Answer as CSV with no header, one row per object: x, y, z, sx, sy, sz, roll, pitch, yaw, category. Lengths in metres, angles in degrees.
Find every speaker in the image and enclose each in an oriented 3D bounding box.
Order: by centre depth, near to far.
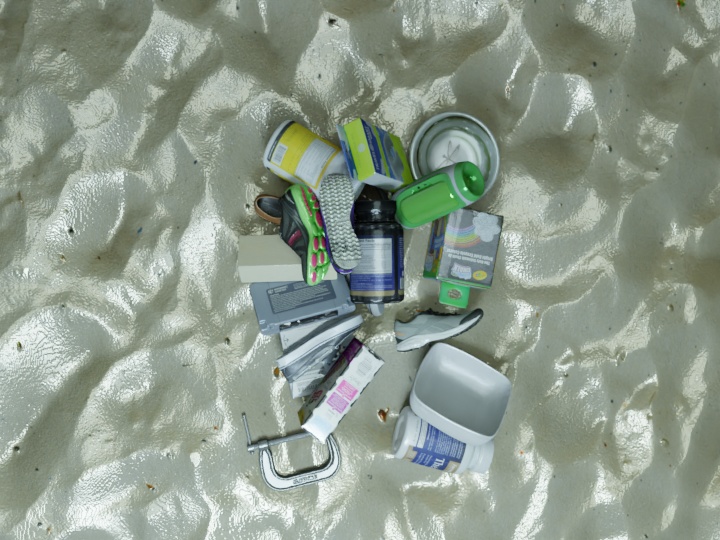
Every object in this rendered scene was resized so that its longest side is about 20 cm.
0.147,-0.148,1.657,0.088,0.199,0.089,20,60,-39,speaker

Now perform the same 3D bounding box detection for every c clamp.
-0.141,0.376,1.749,0.197,0.027,0.173,-7,92,-7,c clamp

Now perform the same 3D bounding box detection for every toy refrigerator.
-0.147,-0.024,1.701,0.197,0.070,0.077,-3,58,-1,toy refrigerator

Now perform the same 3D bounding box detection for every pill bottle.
0.032,-0.037,1.653,0.110,0.112,0.203,-1,91,-8,pill bottle
-0.089,-0.210,1.683,0.199,0.112,0.113,31,87,7,pill bottle
0.174,0.363,1.751,0.198,0.111,0.112,17,89,-8,pill bottle

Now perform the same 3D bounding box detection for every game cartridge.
-0.122,0.051,1.705,0.198,0.042,0.134,-14,49,-10,game cartridge

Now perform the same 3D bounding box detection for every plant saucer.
0.196,-0.235,1.772,0.198,0.050,0.203,0,89,-9,plant saucer

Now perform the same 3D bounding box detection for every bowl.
0.200,0.264,1.725,0.199,0.200,0.075,29,130,5,bowl

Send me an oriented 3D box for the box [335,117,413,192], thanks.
0.033,-0.228,1.671,0.047,0.199,0.123,-23,75,26,box

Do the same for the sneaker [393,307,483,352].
0.161,0.111,1.747,0.198,0.074,0.080,-18,83,12,sneaker

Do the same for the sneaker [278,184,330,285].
-0.113,-0.067,1.643,0.083,0.076,0.202,-19,79,34,sneaker

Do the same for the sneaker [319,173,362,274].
-0.045,-0.084,1.604,0.069,0.100,0.202,-4,71,-9,sneaker

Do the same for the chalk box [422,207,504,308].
0.209,-0.026,1.745,0.123,0.124,0.202,12,90,-9,chalk box

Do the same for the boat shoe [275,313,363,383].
-0.073,0.160,1.693,0.199,0.072,0.068,-31,93,-4,boat shoe

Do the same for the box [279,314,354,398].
-0.089,0.152,1.746,0.154,0.041,0.202,-12,94,-8,box

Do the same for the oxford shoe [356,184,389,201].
0.018,-0.147,1.746,0.084,0.073,0.202,-20,84,0,oxford shoe

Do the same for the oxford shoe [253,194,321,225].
-0.127,-0.107,1.711,0.198,0.071,0.072,16,88,-2,oxford shoe

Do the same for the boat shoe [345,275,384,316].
0.000,0.000,1.750,0.069,0.071,0.202,-11,97,20,boat shoe

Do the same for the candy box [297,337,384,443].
-0.042,0.236,1.666,0.061,0.136,0.201,37,86,-7,candy box
